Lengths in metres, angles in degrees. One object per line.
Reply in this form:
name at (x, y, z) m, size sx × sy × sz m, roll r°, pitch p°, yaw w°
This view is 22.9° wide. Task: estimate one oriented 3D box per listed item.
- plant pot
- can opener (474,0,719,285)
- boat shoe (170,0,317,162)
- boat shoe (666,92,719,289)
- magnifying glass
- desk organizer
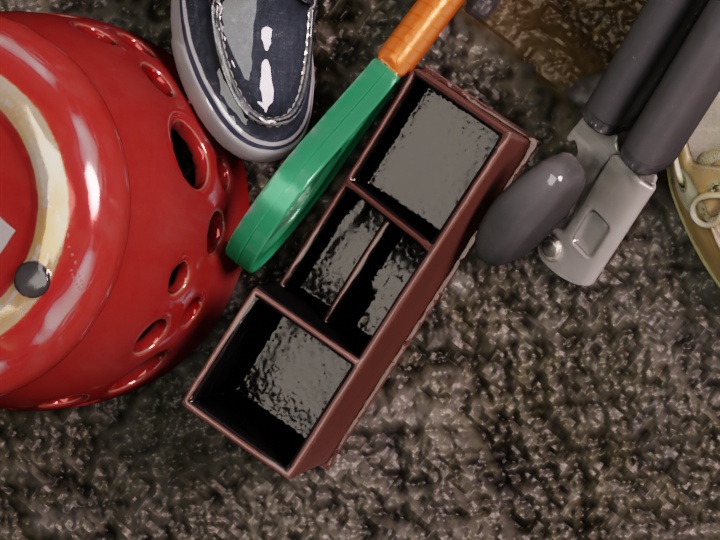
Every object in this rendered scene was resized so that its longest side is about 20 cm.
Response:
plant pot at (-0.169, -0.031, 0.855) m, size 0.199 × 0.182 × 0.202 m, roll 0°, pitch 89°, yaw 11°
can opener at (0.122, -0.067, 0.815) m, size 0.053 × 0.066 × 0.200 m, roll 48°, pitch 130°, yaw 22°
boat shoe at (-0.048, -0.158, 0.852) m, size 0.070 × 0.091 × 0.202 m, roll -3°, pitch 79°, yaw -27°
boat shoe at (0.175, -0.077, 0.834) m, size 0.073 × 0.063 × 0.202 m, roll -9°, pitch 88°, yaw 12°
magnifying glass at (0.000, -0.083, 0.875) m, size 0.022 × 0.080 × 0.200 m, roll 39°, pitch 88°, yaw 4°
desk organizer at (0.000, 0.000, 0.867) m, size 0.072 × 0.077 × 0.201 m, roll 34°, pitch 97°, yaw 10°
